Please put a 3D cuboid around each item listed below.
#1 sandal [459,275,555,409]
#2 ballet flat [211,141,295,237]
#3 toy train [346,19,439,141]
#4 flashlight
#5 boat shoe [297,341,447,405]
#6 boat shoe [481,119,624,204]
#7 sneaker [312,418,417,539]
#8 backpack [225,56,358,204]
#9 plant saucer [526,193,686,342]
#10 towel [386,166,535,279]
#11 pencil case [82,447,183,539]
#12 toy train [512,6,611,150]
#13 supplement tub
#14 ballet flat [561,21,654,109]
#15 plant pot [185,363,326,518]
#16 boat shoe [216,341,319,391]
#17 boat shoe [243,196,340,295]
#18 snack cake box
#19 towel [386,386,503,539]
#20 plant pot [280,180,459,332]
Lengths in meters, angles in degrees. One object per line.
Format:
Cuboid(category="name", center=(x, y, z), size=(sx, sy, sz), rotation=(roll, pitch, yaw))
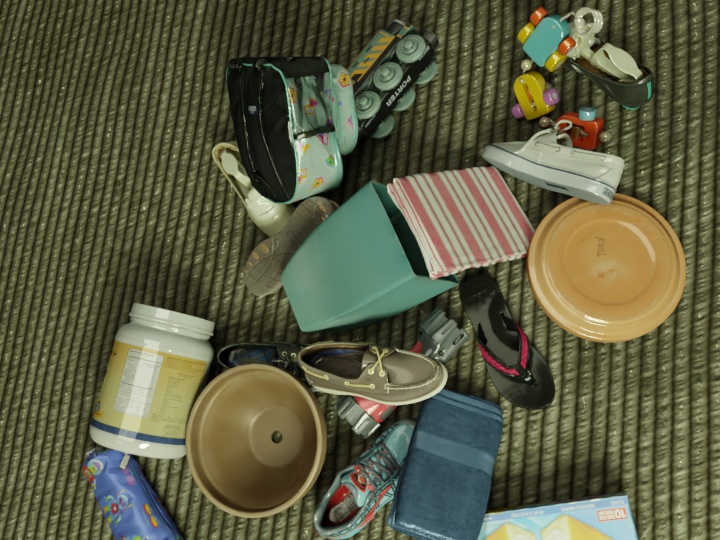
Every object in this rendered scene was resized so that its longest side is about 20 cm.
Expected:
Cuboid(category="sandal", center=(0.189, 0.095, 0.933), size=(0.075, 0.045, 0.200), rotation=(-29, 71, 8))
Cuboid(category="ballet flat", center=(-0.167, -0.126, 1.083), size=(0.069, 0.069, 0.200), rotation=(-40, 70, 5))
Cuboid(category="toy train", center=(0.028, -0.290, 1.057), size=(0.114, 0.085, 0.200), rotation=(39, 90, 31))
Cuboid(category="flashlight", center=(0.054, 0.137, 0.958), size=(0.068, 0.068, 0.200), rotation=(43, 88, -15))
Cuboid(category="boat shoe", center=(0.011, 0.127, 0.908), size=(0.199, 0.060, 0.072), rotation=(1, 57, 27))
Cuboid(category="boat shoe", center=(0.258, -0.157, 0.932), size=(0.202, 0.075, 0.086), rotation=(27, 92, 45))
Cuboid(category="sneaker", center=(0.015, 0.278, 0.915), size=(0.079, 0.096, 0.200), rotation=(40, 89, 20))
Cuboid(category="backpack", center=(-0.096, -0.200, 0.995), size=(0.176, 0.153, 0.201), rotation=(19, 116, 49))
Cuboid(category="plant saucer", center=(0.318, -0.008, 0.905), size=(0.199, 0.032, 0.201), rotation=(-1, 74, 5))
Cuboid(category="towel", center=(0.143, -0.069, 0.936), size=(0.030, 0.199, 0.147), rotation=(-48, 60, 50))
Cuboid(category="pencil case", center=(-0.328, 0.344, 1.015), size=(0.087, 0.078, 0.200), rotation=(-46, 68, 26))
Cuboid(category="toy train", center=(0.283, -0.260, 0.954), size=(0.150, 0.056, 0.201), rotation=(20, 128, 39))
Cuboid(category="supplement tub", center=(-0.295, 0.158, 1.014), size=(0.144, 0.144, 0.201), rotation=(10, 80, 19))
Cuboid(category="ballet flat", center=(0.326, -0.303, 0.972), size=(0.200, 0.068, 0.068), rotation=(40, 80, 21))
Cuboid(category="plant pot", center=(-0.133, 0.234, 0.973), size=(0.200, 0.093, 0.202), rotation=(-4, 77, 16))
Cuboid(category="boat shoe", center=(-0.113, 0.136, 1.010), size=(0.199, 0.057, 0.069), rotation=(1, 77, 17))
Cuboid(category="boat shoe", center=(-0.094, -0.030, 1.035), size=(0.200, 0.072, 0.076), rotation=(-39, 72, 27))
Cuboid(category="snack cake box", center=(0.235, 0.343, 0.850), size=(0.199, 0.067, 0.115), rotation=(-13, 73, 14))
Cuboid(category="towel", center=(0.111, 0.245, 0.876), size=(0.111, 0.049, 0.200), rotation=(19, 51, 6))
Cuboid(category="plant pot", center=(0.000, 0.000, 0.964), size=(0.200, 0.141, 0.142), rotation=(-33, 69, 25))
